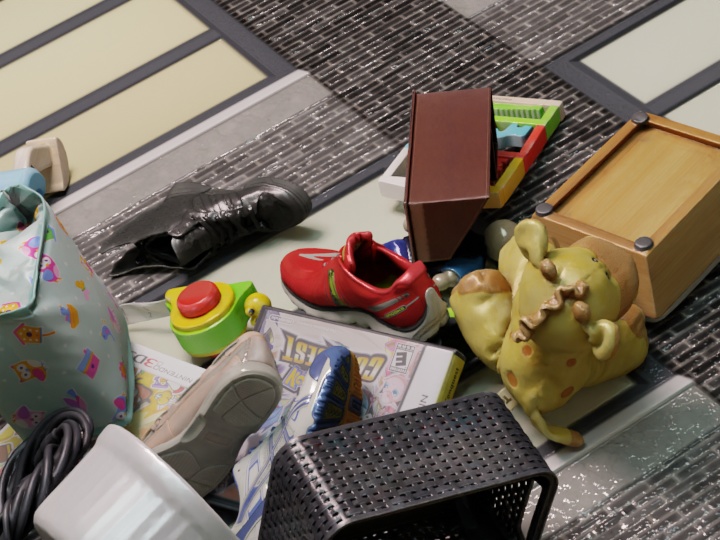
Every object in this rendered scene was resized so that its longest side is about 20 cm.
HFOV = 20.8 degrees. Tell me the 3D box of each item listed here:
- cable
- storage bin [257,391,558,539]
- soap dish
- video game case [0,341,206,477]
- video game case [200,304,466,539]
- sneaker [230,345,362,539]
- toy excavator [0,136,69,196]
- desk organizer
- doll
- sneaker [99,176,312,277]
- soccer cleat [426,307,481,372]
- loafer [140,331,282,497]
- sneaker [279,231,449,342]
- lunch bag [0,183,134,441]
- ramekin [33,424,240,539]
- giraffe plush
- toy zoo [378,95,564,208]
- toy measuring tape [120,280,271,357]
[{"bbox_3d":[-0.275,0.190,1.619,0.163,0.051,0.200,-49,11,2],"label":"cable"},{"bbox_3d":[0.034,0.185,1.491,0.200,0.135,0.094,-12,45,-26],"label":"storage bin"},{"bbox_3d":[0.261,-0.055,1.779,0.157,0.081,0.200,24,55,38],"label":"soap dish"},{"bbox_3d":[-0.231,0.146,1.768,0.182,0.023,0.200,17,51,35],"label":"video game case"},{"bbox_3d":[-0.029,0.133,1.648,0.200,0.026,0.181,12,75,31],"label":"video game case"},{"bbox_3d":[-0.063,0.151,1.598,0.088,0.075,0.200,9,73,31],"label":"sneaker"},{"bbox_3d":[-0.344,-0.069,1.987,0.100,0.194,0.200,-7,68,13],"label":"toy excavator"},{"bbox_3d":[0.086,-0.091,1.827,0.077,0.072,0.200,-5,35,8],"label":"desk organizer"},{"bbox_3d":[0.054,-0.010,1.826,0.200,0.048,0.136,-16,29,1],"label":"doll"},{"bbox_3d":[-0.151,-0.039,1.930,0.200,0.060,0.104,1,41,29],"label":"sneaker"},{"bbox_3d":[0.034,0.084,1.699,0.200,0.068,0.081,-27,11,-13],"label":"soccer cleat"},{"bbox_3d":[-0.133,0.131,1.641,0.200,0.072,0.063,-46,32,29],"label":"loafer"},{"bbox_3d":[0.000,0.000,1.720,0.077,0.085,0.200,-39,35,-29],"label":"sneaker"},{"bbox_3d":[-0.285,0.038,1.759,0.122,0.170,0.200,-24,37,15],"label":"lunch bag"},{"bbox_3d":[-0.162,0.224,1.522,0.098,0.201,0.200,-42,45,-16],"label":"ramekin"},{"bbox_3d":[0.163,0.031,1.609,0.172,0.162,0.200,29,57,5],"label":"giraffe plush"},{"bbox_3d":[0.105,-0.112,1.933,0.131,0.020,0.200,7,39,27],"label":"toy zoo"},{"bbox_3d":[-0.174,0.052,1.829,0.200,0.074,0.074,-10,39,24],"label":"toy measuring tape"}]
